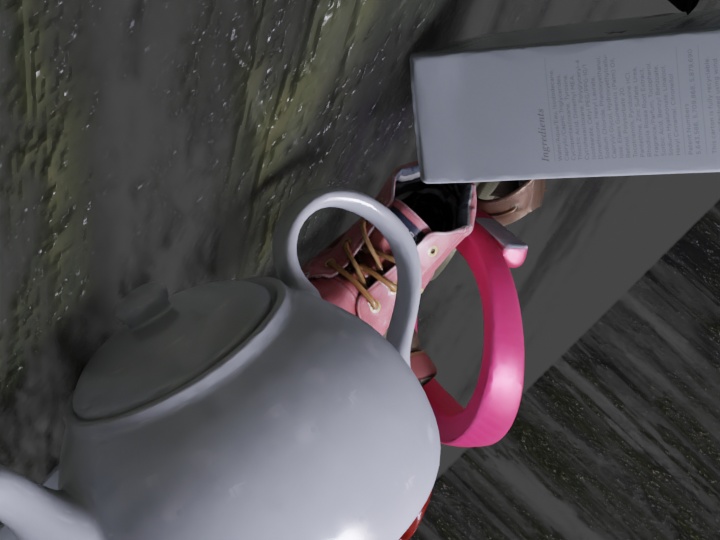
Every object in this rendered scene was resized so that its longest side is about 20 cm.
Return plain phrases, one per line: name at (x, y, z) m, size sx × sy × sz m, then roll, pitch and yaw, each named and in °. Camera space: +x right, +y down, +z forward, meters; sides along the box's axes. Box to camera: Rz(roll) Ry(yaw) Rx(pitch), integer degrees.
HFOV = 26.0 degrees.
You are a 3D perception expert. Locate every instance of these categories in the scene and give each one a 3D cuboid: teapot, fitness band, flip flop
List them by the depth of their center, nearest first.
teapot at (-0.065, 0.067, 0.740) m, size 0.197 × 0.146 × 0.200 m, roll -24°, pitch -163°, yaw 16°
fitness band at (0.057, 0.032, 1.025) m, size 0.200 × 0.037 × 0.144 m, roll -136°, pitch -125°, yaw -64°
flip flop at (0.096, -0.052, 1.100) m, size 0.081 × 0.058 × 0.200 m, roll -35°, pitch 164°, yaw -45°

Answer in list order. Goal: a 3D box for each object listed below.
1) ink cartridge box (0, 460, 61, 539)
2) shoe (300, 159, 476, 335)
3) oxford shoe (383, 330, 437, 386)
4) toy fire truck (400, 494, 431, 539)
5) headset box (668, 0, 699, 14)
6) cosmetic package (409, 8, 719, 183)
ink cartridge box at (-0.155, 0.181, 0.925) m, size 0.144 × 0.084 × 0.200 m, roll -47°, pitch 168°, yaw 4°
shoe at (0.000, 0.000, 0.919) m, size 0.200 × 0.071 × 0.091 m, roll -41°, pitch 167°, yaw -52°
oxford shoe at (-0.051, 0.065, 0.965) m, size 0.200 × 0.075 × 0.070 m, roll -15°, pitch 165°, yaw -33°
toy fire truck at (0.017, 0.191, 1.581) m, size 0.200 × 0.112 × 0.168 m, roll 116°, pitch -3°, yaw -57°
headset box at (0.184, -0.235, 0.706) m, size 0.200 × 0.093 × 0.174 m, roll -44°, pitch 168°, yaw -10°
cosmetic package at (0.135, -0.090, 0.792) m, size 0.102 × 0.200 × 0.074 m, roll -28°, pitch 115°, yaw -59°
